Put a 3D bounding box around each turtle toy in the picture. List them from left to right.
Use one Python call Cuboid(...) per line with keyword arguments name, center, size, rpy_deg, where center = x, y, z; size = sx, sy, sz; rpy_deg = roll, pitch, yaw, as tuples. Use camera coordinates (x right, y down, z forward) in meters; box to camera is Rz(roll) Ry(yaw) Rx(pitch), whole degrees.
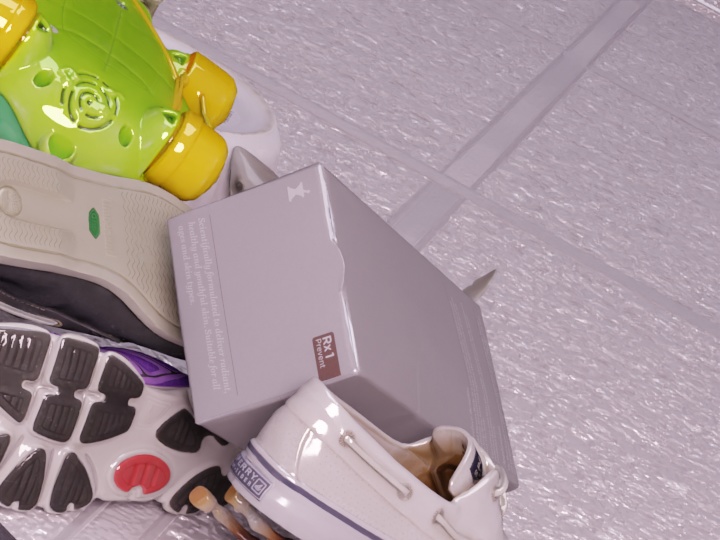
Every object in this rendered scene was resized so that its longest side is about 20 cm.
Cuboid(name="turtle toy", center=(-0.143, -0.087, 1.152), size=(0.146, 0.101, 0.200), rpy_deg=(35, 21, -15))

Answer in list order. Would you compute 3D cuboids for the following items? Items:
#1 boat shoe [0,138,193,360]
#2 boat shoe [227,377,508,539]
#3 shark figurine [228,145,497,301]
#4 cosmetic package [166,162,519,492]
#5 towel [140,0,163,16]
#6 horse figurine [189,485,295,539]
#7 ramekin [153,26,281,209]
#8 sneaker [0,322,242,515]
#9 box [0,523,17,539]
Cuboid(name="boat shoe", center=(-0.126, -0.004, 1.071), size=(0.200, 0.068, 0.072), rpy_deg=(24, 55, -41))
Cuboid(name="boat shoe", center=(0.033, 0.103, 1.018), size=(0.200, 0.070, 0.071), rpy_deg=(33, 5, -35))
Cuboid(name="shark figurine", center=(0.011, 0.018, 1.315), size=(0.214, 0.089, 0.128), rpy_deg=(32, 45, -52))
Cuboid(name="cosmetic package", center=(-0.005, 0.041, 1.094), size=(0.200, 0.090, 0.107), rpy_deg=(38, 37, -55))
Cuboid(name="towel", center=(-0.229, -0.162, 1.423), size=(0.200, 0.148, 0.037), rpy_deg=(17, 58, -18))
Cuboid(name="horse figurine", center=(-0.007, 0.150, 0.988), size=(0.133, 0.050, 0.200), rpy_deg=(41, 5, -18))
Cuboid(name="ramekin", center=(-0.140, -0.072, 1.339), size=(0.200, 0.105, 0.200), rpy_deg=(25, 18, -8))
Cuboid(name="sneaker", center=(-0.131, 0.065, 1.062), size=(0.083, 0.081, 0.200), rpy_deg=(24, 2, 41))
Cuboid(name="box", center=(-0.207, 0.111, 0.832), size=(0.158, 0.048, 0.200), rpy_deg=(39, 22, 34))
